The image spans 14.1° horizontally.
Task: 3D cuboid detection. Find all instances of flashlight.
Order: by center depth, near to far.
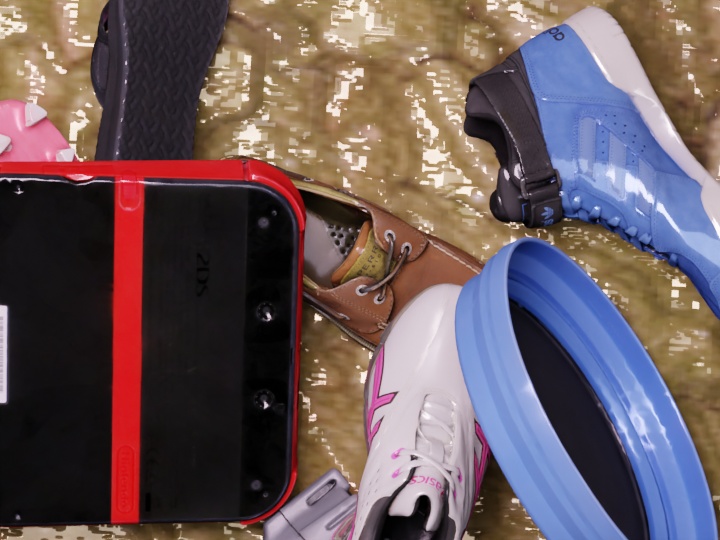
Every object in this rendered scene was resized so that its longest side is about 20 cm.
[{"bbox_3d":[-0.068,0.198,1.556,0.200,0.068,0.068,-37,51,-7],"label":"flashlight"}]

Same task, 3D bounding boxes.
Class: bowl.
[{"bbox_3d":[0.115,0.080,1.504,0.039,0.201,0.201,-30,85,21],"label":"bowl"}]

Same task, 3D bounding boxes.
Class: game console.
[{"bbox_3d":[-0.118,0.040,1.530,0.177,0.031,0.200,0,107,-6],"label":"game console"}]

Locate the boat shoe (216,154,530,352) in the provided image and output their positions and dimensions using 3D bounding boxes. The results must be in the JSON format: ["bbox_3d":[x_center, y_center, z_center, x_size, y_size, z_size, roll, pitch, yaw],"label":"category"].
[{"bbox_3d":[0.000,0.000,1.568,0.200,0.068,0.072,22,84,1],"label":"boat shoe"}]

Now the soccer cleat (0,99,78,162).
[{"bbox_3d":[-0.154,-0.004,1.578,0.067,0.076,0.200,-41,103,-31],"label":"soccer cleat"}]

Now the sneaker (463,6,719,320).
[{"bbox_3d":[0.130,-0.034,1.566,0.111,0.077,0.200,-29,82,-9],"label":"sneaker"}]

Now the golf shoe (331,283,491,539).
[{"bbox_3d":[0.035,0.103,1.507,0.073,0.092,0.200,16,81,-14],"label":"golf shoe"}]

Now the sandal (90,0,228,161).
[{"bbox_3d":[-0.120,-0.106,1.574,0.075,0.048,0.201,28,63,-41],"label":"sandal"}]
